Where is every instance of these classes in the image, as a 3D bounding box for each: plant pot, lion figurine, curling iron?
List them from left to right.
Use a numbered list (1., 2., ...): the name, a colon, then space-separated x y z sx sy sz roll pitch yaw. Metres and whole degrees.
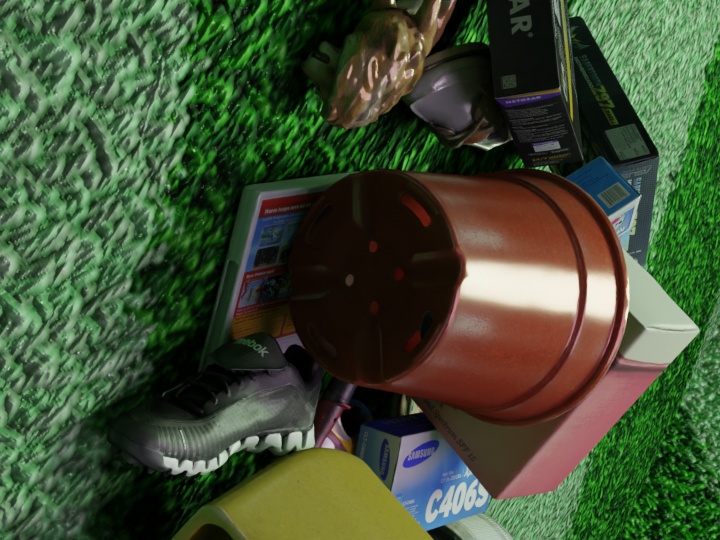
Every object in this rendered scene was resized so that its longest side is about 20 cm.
1. plant pot: -0.042 0.241 1.047 0.196 0.194 0.200 -46 174 32
2. curling iron: -0.023 0.109 1.176 0.201 0.025 0.050 -58 174 -13
3. lion figurine: 0.033 -0.175 1.064 0.200 0.072 0.123 -37 151 -59
4. plant pot: 0.062 0.013 1.079 0.195 0.200 0.202 7 105 -53

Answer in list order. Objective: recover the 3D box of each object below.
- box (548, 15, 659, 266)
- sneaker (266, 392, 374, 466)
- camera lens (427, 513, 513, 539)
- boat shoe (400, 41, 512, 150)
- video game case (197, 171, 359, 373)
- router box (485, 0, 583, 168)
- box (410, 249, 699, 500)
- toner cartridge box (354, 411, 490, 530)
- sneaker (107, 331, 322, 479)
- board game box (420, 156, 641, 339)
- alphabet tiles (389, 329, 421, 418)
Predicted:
1. box: 0.223 -0.120 1.427 0.051 0.201 0.158 -13 141 -7
2. sneaker: -0.009 0.160 1.285 0.090 0.075 0.200 -60 159 -3
3. camera lens: 0.081 0.328 1.549 0.161 0.159 0.200 -67 159 1
4. boat shoe: 0.085 -0.136 1.192 0.200 0.074 0.069 -9 79 -65
5. video game case: -0.060 0.028 1.087 0.143 0.017 0.201 -13 124 -56
6. router box: 0.134 -0.202 1.175 0.157 0.052 0.202 48 37 -68
7. box: 0.159 0.076 1.238 0.109 0.128 0.200 4 130 -54
8. toner cartridge box: 0.059 0.175 1.297 0.200 0.043 0.096 -1 104 -59
9. sneaker: -0.092 0.084 1.003 0.199 0.066 0.091 0 112 -55
10. board game box: 0.148 0.018 1.344 0.199 0.056 0.196 -31 153 -19
11. alphabet tiles: 0.043 0.143 1.389 0.167 0.006 0.201 80 17 -54
